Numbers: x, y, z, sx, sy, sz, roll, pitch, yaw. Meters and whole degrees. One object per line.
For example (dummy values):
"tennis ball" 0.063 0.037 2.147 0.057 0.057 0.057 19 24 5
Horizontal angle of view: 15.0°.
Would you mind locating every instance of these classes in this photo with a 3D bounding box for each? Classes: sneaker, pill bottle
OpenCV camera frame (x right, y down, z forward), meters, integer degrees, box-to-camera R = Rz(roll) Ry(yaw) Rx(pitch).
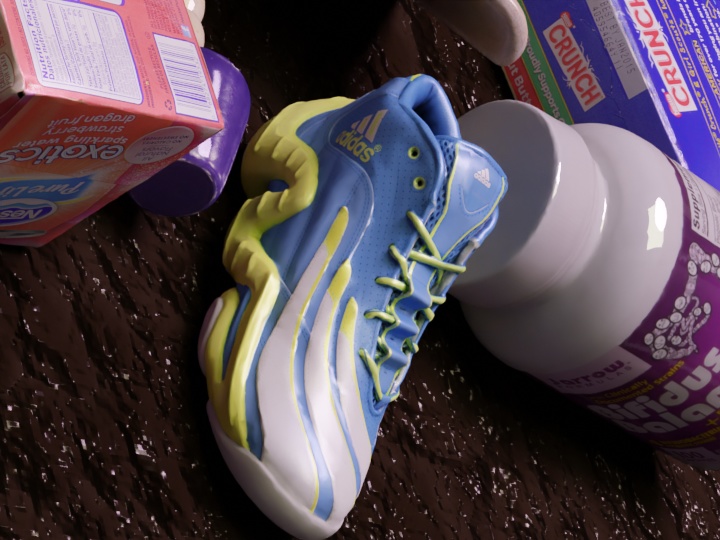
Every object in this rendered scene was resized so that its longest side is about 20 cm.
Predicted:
"sneaker" 0.000 0.000 1.014 0.076 0.105 0.201 35 38 -36
"pill bottle" 0.112 0.005 1.172 0.200 0.112 0.113 29 42 -41

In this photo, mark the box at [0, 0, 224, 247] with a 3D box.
"box" -0.137 -0.119 0.919 0.102 0.095 0.201 7 58 -54

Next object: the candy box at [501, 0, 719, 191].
"candy box" 0.153 -0.090 1.353 0.200 0.077 0.170 3 63 -57

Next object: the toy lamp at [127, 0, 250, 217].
"toy lamp" -0.069 -0.105 1.050 0.058 0.058 0.201 36 38 -35

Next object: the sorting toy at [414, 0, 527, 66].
"sorting toy" -0.018 -0.177 1.148 0.200 0.036 0.185 50 0 -22
